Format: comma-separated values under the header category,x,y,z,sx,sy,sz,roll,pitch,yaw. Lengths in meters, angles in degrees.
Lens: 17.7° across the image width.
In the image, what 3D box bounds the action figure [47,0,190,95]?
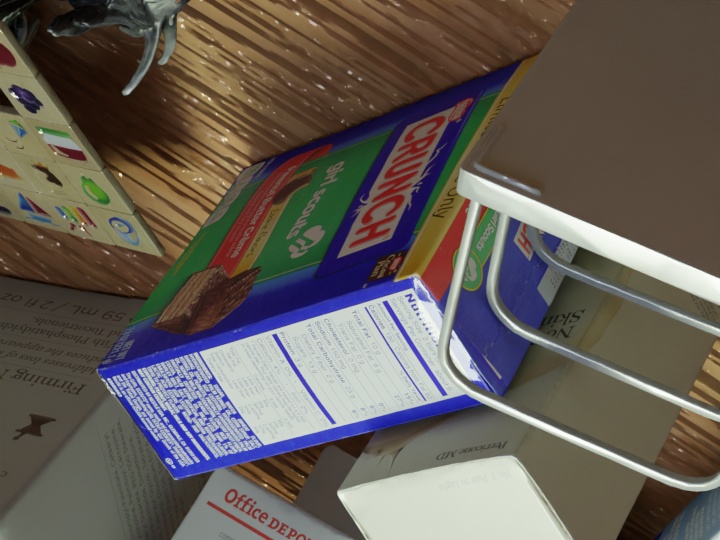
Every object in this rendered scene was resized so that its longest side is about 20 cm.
category,x,y,z,sx,sy,sz,roll,pitch,yaw
action figure,-0.108,-0.180,1.033,0.102,0.119,0.200,-5,116,39

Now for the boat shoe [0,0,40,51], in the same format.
category,x,y,z,sx,sy,sz,roll,pitch,yaw
boat shoe,-0.195,-0.125,1.155,0.199,0.074,0.068,-17,121,41

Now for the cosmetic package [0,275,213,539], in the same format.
category,x,y,z,sx,sy,sz,roll,pitch,yaw
cosmetic package,-0.199,0.127,1.262,0.167,0.200,0.167,8,126,24

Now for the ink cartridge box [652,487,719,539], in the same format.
category,x,y,z,sx,sy,sz,roll,pitch,yaw
ink cartridge box,0.216,0.152,1.093,0.136,0.076,0.200,40,116,-2

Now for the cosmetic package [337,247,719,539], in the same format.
category,x,y,z,sx,sy,sz,roll,pitch,yaw
cosmetic package,0.084,0.054,1.041,0.103,0.200,0.073,-16,116,38

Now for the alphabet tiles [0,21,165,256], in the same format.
category,x,y,z,sx,sy,sz,roll,pitch,yaw
alphabet tiles,-0.207,-0.078,1.165,0.200,0.008,0.167,14,150,37

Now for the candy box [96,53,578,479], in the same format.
category,x,y,z,sx,sy,sz,roll,pitch,yaw
candy box,0.000,0.000,1.070,0.200,0.169,0.077,-17,118,38

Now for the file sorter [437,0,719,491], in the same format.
category,x,y,z,sx,sy,sz,roll,pitch,yaw
file sorter,0.132,-0.027,0.951,0.139,0.200,0.125,23,135,13

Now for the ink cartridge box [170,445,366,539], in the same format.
category,x,y,z,sx,sy,sz,roll,pitch,yaw
ink cartridge box,-0.052,0.178,1.186,0.115,0.200,0.068,23,168,46
